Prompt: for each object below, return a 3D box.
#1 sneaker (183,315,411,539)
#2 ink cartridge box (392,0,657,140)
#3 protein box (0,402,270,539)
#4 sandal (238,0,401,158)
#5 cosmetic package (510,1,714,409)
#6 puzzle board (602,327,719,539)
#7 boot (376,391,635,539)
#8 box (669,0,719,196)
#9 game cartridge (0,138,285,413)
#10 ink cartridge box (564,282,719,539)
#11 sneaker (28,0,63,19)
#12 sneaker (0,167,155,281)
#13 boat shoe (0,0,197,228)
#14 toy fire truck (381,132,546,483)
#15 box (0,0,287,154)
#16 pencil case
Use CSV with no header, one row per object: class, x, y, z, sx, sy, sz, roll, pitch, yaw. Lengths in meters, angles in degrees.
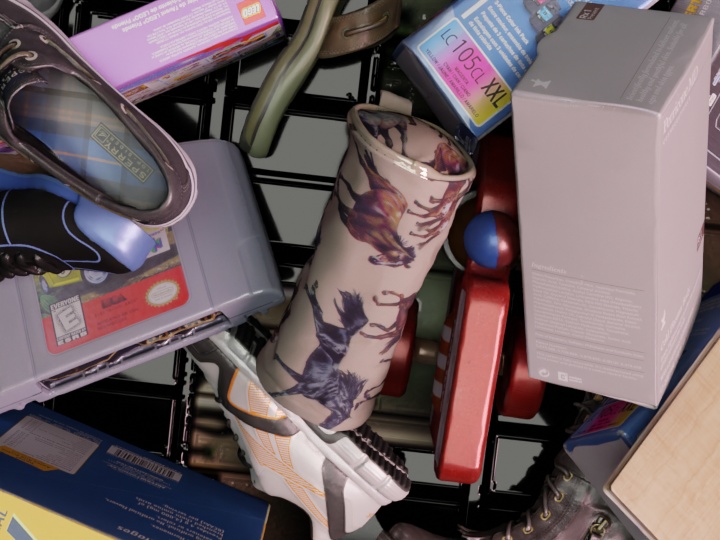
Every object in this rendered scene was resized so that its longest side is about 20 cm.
sneaker,-0.062,0.097,0.905,0.200,0.074,0.080,45,102,0
ink cartridge box,0.121,-0.167,0.851,0.200,0.136,0.076,-36,96,2
protein box,-0.173,0.187,0.845,0.198,0.200,0.135,23,94,-3
sandal,-0.009,-0.153,0.882,0.057,0.080,0.201,31,105,-1
cosmetic package,0.141,-0.036,0.774,0.090,0.107,0.200,14,135,22
puzzle board,0.244,0.105,0.813,0.151,0.017,0.200,46,67,-9
boot,0.127,0.150,0.922,0.199,0.069,0.175,22,89,-7
box,0.260,-0.145,0.857,0.158,0.048,0.200,25,96,-43
game cartridge,-0.157,-0.003,0.881,0.199,0.041,0.133,-22,59,4
ink cartridge box,0.244,0.092,0.874,0.200,0.076,0.137,-41,96,-26
sneaker,-0.272,-0.151,0.845,0.200,0.140,0.078,-32,94,2
sneaker,-0.218,-0.020,0.851,0.199,0.070,0.078,17,74,28
boat shoe,-0.174,-0.092,0.752,0.200,0.066,0.070,42,93,-5
toy fire truck,0.072,0.017,0.850,0.112,0.168,0.201,10,95,-2
box,-0.144,-0.126,0.852,0.199,0.137,0.039,-23,95,1
pencil case,0.000,0.000,0.810,0.078,0.090,0.200,18,120,-6
